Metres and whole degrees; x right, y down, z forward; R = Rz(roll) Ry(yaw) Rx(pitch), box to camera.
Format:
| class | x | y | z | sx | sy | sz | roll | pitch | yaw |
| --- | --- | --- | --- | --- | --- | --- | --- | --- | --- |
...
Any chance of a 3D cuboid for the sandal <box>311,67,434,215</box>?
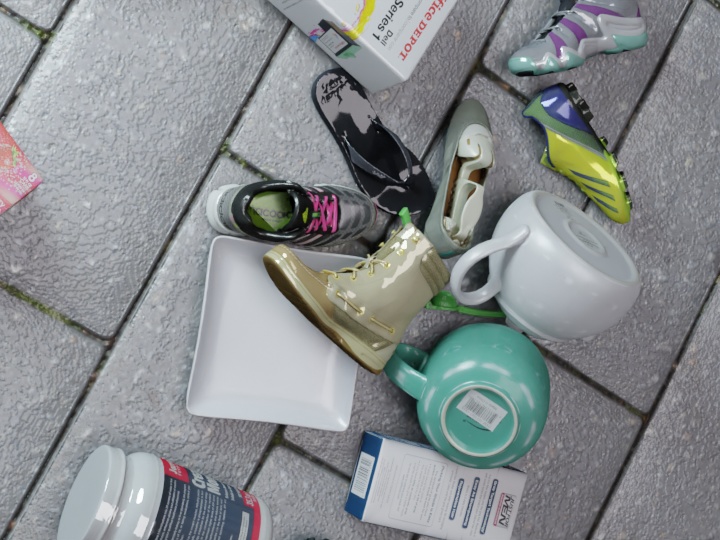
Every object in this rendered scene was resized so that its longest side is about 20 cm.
| class | x | y | z | sx | sy | sz | roll | pitch | yaw |
| --- | --- | --- | --- | --- | --- | --- | --- | --- | --- |
| sandal | 0.014 | -0.140 | 1.655 | 0.076 | 0.043 | 0.200 | -44 | 109 | -14 |

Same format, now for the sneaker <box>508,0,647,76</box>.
| class | x | y | z | sx | sy | sz | roll | pitch | yaw |
| --- | --- | --- | --- | --- | --- | --- | --- | --- | --- |
| sneaker | 0.246 | -0.314 | 1.729 | 0.199 | 0.078 | 0.141 | -20 | 100 | -30 |

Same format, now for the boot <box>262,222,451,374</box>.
| class | x | y | z | sx | sy | sz | roll | pitch | yaw |
| --- | --- | --- | --- | --- | --- | --- | --- | --- | --- |
| boot | 0.000 | 0.000 | 1.602 | 0.156 | 0.073 | 0.200 | -49 | 117 | -7 |

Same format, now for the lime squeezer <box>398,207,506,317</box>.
| class | x | y | z | sx | sy | sz | roll | pitch | yaw |
| --- | --- | --- | --- | --- | --- | --- | --- | --- | --- |
| lime squeezer | 0.093 | 0.017 | 1.705 | 0.200 | 0.038 | 0.071 | 43 | 64 | -25 |

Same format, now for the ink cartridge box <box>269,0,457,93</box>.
| class | x | y | z | sx | sy | sz | roll | pitch | yaw |
| --- | --- | --- | --- | --- | --- | --- | --- | --- | --- |
| ink cartridge box | -0.002 | -0.317 | 1.603 | 0.200 | 0.084 | 0.145 | 40 | 70 | -20 |

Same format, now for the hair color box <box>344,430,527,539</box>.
| class | x | y | z | sx | sy | sz | roll | pitch | yaw |
| --- | --- | --- | --- | --- | --- | --- | --- | --- | --- |
| hair color box | 0.089 | 0.261 | 1.708 | 0.199 | 0.060 | 0.101 | 17 | 88 | -23 |

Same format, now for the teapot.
| class | x | y | z | sx | sy | sz | roll | pitch | yaw |
| --- | --- | --- | --- | --- | --- | --- | --- | --- | --- |
| teapot | 0.218 | 0.013 | 1.696 | 0.200 | 0.197 | 0.146 | 39 | 112 | 0 |

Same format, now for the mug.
| class | x | y | z | sx | sy | sz | roll | pitch | yaw |
| --- | --- | --- | --- | --- | --- | --- | --- | --- | --- |
| mug | 0.125 | 0.152 | 1.661 | 0.183 | 0.115 | 0.153 | -11 | 106 | 12 |

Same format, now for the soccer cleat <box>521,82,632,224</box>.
| class | x | y | z | sx | sy | sz | roll | pitch | yaw |
| --- | --- | --- | --- | --- | --- | --- | --- | --- | --- |
| soccer cleat | 0.265 | -0.135 | 1.763 | 0.083 | 0.065 | 0.201 | -29 | 111 | 12 |

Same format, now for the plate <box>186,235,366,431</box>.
| class | x | y | z | sx | sy | sz | roll | pitch | yaw |
| --- | --- | --- | --- | --- | --- | --- | --- | --- | --- |
| plate | -0.092 | 0.072 | 1.633 | 0.198 | 0.032 | 0.201 | 9 | 92 | -24 |

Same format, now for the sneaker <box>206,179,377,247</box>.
| class | x | y | z | sx | sy | sz | roll | pitch | yaw |
| --- | --- | --- | --- | --- | --- | --- | --- | --- | --- |
| sneaker | -0.066 | -0.062 | 1.603 | 0.198 | 0.087 | 0.074 | 3 | 93 | -23 |

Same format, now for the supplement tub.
| class | x | y | z | sx | sy | sz | roll | pitch | yaw |
| --- | --- | --- | --- | --- | --- | --- | --- | --- | --- |
| supplement tub | -0.206 | 0.278 | 1.541 | 0.199 | 0.140 | 0.141 | 26 | 84 | -23 |

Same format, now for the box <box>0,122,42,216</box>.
| class | x | y | z | sx | sy | sz | roll | pitch | yaw |
| --- | --- | --- | --- | --- | --- | --- | --- | --- | --- |
| box | -0.418 | -0.140 | 1.442 | 0.095 | 0.100 | 0.201 | -40 | 107 | -15 |

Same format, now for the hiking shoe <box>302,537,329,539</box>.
| class | x | y | z | sx | sy | sz | roll | pitch | yaw |
| --- | --- | --- | --- | --- | --- | --- | --- | --- | --- |
| hiking shoe | -0.004 | 0.374 | 1.684 | 0.199 | 0.075 | 0.087 | 24 | 108 | -23 |

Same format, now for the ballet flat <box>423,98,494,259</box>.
| class | x | y | z | sx | sy | sz | roll | pitch | yaw |
| --- | --- | --- | --- | --- | --- | --- | --- | --- | --- |
| ballet flat | 0.127 | -0.108 | 1.676 | 0.067 | 0.064 | 0.202 | 24 | 73 | -29 |
